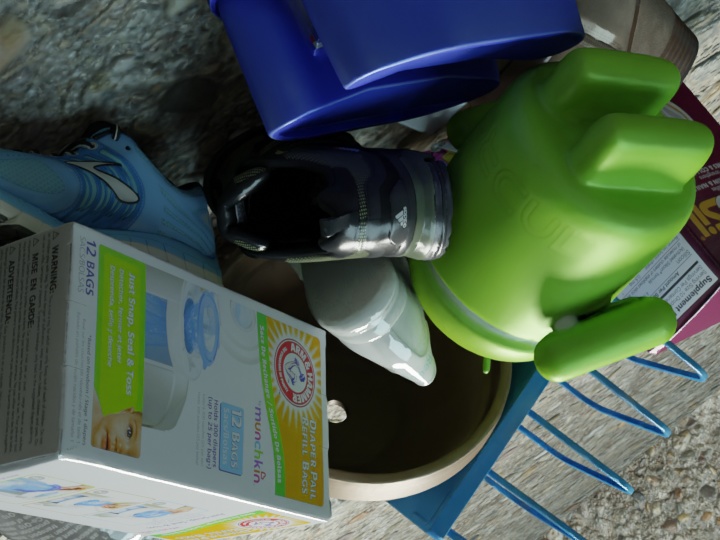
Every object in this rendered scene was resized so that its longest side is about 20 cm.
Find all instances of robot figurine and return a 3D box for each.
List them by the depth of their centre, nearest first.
[{"bbox_3d":[0.099,-0.030,0.708,0.115,0.176,0.200,0,145,-31],"label":"robot figurine"}]

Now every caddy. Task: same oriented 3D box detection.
[{"bbox_3d":[0.019,-0.141,0.668,0.199,0.105,0.141,-16,174,-41],"label":"caddy"}]

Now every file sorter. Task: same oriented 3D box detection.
[{"bbox_3d":[0.122,0.110,0.913,0.200,0.123,0.139,-55,-163,-6],"label":"file sorter"}]

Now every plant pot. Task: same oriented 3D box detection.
[{"bbox_3d":[-0.009,0.069,0.850,0.200,0.201,0.093,-24,151,-27],"label":"plant pot"}]

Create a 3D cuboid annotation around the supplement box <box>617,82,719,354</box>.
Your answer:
[{"bbox_3d":[0.230,-0.055,1.026,0.131,0.200,0.103,-18,154,-40],"label":"supplement box"}]

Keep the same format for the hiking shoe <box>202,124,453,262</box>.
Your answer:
[{"bbox_3d":[-0.043,-0.046,0.718,0.100,0.076,0.200,-3,-172,-38],"label":"hiking shoe"}]

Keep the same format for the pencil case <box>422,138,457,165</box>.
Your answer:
[{"bbox_3d":[0.124,-0.104,0.897,0.200,0.088,0.088,-43,159,-2],"label":"pencil case"}]

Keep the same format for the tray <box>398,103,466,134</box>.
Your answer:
[{"bbox_3d":[0.087,-0.167,0.823,0.200,0.022,0.107,-43,158,19],"label":"tray"}]

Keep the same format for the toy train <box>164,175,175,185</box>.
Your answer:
[{"bbox_3d":[-0.128,0.023,0.816,0.056,0.042,0.201,-29,142,-27],"label":"toy train"}]

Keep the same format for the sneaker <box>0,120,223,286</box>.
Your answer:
[{"bbox_3d":[-0.155,-0.037,0.680,0.078,0.090,0.200,-16,155,36],"label":"sneaker"}]

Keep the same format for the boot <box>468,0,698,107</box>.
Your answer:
[{"bbox_3d":[0.115,-0.098,0.805,0.146,0.070,0.201,15,105,-28],"label":"boot"}]

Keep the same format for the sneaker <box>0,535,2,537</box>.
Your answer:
[{"bbox_3d":[-0.247,0.122,0.860,0.114,0.076,0.200,-28,153,-2],"label":"sneaker"}]

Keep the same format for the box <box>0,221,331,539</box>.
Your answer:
[{"bbox_3d":[-0.112,0.067,0.667,0.101,0.113,0.200,-16,154,31],"label":"box"}]

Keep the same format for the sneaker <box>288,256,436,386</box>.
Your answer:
[{"bbox_3d":[0.000,0.000,0.810,0.075,0.200,0.089,-35,122,12],"label":"sneaker"}]

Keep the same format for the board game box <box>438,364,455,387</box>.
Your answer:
[{"bbox_3d":[0.104,-0.005,0.944,0.200,0.023,0.105,-55,-166,-5],"label":"board game box"}]

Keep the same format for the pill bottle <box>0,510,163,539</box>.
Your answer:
[{"bbox_3d":[-0.175,0.102,0.758,0.114,0.114,0.200,-37,126,6],"label":"pill bottle"}]
